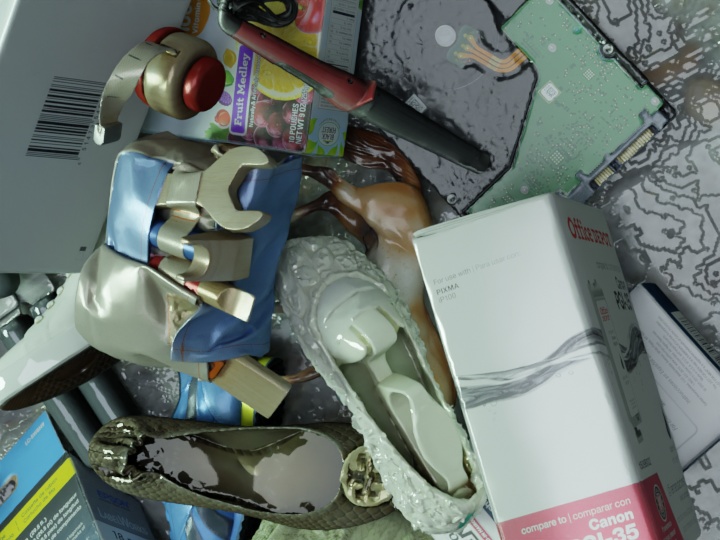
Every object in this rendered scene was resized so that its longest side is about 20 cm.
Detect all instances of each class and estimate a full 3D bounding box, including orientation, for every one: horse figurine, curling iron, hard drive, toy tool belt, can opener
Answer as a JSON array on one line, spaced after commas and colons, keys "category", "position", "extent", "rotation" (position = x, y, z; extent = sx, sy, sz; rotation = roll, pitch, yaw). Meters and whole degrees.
[{"category": "horse figurine", "position": [0.000, 0.000, 0.989], "extent": [0.132, 0.050, 0.201], "rotation": [4, 90, -2]}, {"category": "curling iron", "position": [-0.001, -0.110, 0.908], "extent": [0.200, 0.026, 0.050], "rotation": [34, 88, -23]}, {"category": "hard drive", "position": [0.075, -0.120, 0.969], "extent": [0.140, 0.038, 0.200], "rotation": [-44, 85, 14]}, {"category": "toy tool belt", "position": [-0.076, -0.025, 0.894], "extent": [0.123, 0.125, 0.201], "rotation": [21, 114, 25]}, {"category": "can opener", "position": [-0.215, 0.041, 1.044], "extent": [0.053, 0.066, 0.200], "rotation": [-33, 93, 13]}]

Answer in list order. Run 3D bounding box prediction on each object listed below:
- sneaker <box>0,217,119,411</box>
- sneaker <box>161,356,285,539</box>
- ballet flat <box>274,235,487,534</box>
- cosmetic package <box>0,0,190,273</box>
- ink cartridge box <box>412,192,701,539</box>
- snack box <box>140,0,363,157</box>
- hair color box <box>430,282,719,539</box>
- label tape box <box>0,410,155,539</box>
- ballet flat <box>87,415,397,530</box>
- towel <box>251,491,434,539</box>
[{"category": "sneaker", "position": [-0.162, 0.006, 1.005], "extent": [0.200, 0.073, 0.085], "rotation": [-38, 79, -15]}, {"category": "sneaker", "position": [-0.101, 0.143, 1.028], "extent": [0.078, 0.066, 0.201], "rotation": [9, 96, 14]}, {"category": "ballet flat", "position": [0.019, 0.060, 0.929], "extent": [0.072, 0.072, 0.200], "rotation": [-31, 88, 14]}, {"category": "cosmetic package", "position": [-0.231, -0.133, 0.946], "extent": [0.200, 0.123, 0.200], "rotation": [38, 113, 35]}, {"category": "ink cartridge box", "position": [0.109, 0.066, 0.865], "extent": [0.082, 0.146, 0.201], "rotation": [-18, 83, 18]}, {"category": "snack box", "position": [-0.099, -0.151, 0.973], "extent": [0.199, 0.053, 0.143], "rotation": [11, 95, 26]}, {"category": "hair color box", "position": [0.133, 0.110, 0.966], "extent": [0.200, 0.060, 0.100], "rotation": [-44, 76, 14]}, {"category": "label tape box", "position": [-0.199, 0.214, 1.045], "extent": [0.144, 0.063, 0.200], "rotation": [-47, 44, 14]}, {"category": "ballet flat", "position": [-0.067, 0.118, 0.961], "extent": [0.199, 0.046, 0.068], "rotation": [7, 83, 3]}, {"category": "towel", "position": [-0.022, 0.224, 0.977], "extent": [0.148, 0.037, 0.200], "rotation": [34, 65, 0]}]
